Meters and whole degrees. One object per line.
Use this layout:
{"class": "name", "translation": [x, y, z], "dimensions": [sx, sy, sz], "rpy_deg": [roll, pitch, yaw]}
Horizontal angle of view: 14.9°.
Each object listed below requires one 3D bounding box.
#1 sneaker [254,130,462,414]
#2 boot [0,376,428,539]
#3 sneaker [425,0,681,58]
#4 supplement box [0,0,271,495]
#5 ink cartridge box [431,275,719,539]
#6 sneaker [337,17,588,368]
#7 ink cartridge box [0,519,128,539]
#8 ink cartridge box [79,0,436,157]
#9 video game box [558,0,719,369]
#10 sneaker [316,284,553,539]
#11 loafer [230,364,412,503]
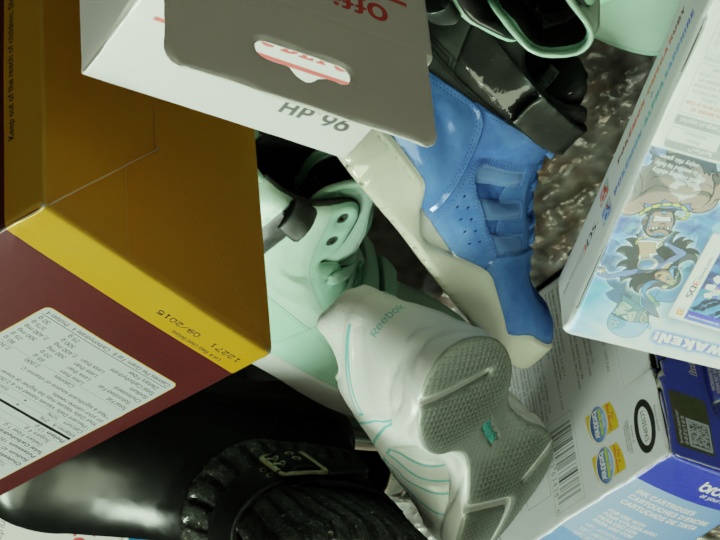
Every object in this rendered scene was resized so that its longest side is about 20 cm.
{"class": "sneaker", "translation": [0.000, 0.000, 1.289], "dimensions": [0.200, 0.074, 0.118], "rpy_deg": [20, 133, -32]}
{"class": "boot", "translation": [-0.074, 0.115, 1.278], "dimensions": [0.211, 0.158, 0.079], "rpy_deg": [-2, 121, -19]}
{"class": "sneaker", "translation": [0.084, -0.113, 1.121], "dimensions": [0.074, 0.118, 0.200], "rpy_deg": [-29, 139, 26]}
{"class": "supplement box", "translation": [-0.160, -0.031, 1.132], "dimensions": [0.200, 0.197, 0.133], "rpy_deg": [-28, 138, 26]}
{"class": "ink cartridge box", "translation": [0.122, 0.075, 1.363], "dimensions": [0.076, 0.136, 0.200], "rpy_deg": [20, 137, -34]}
{"class": "sneaker", "translation": [0.066, -0.043, 1.218], "dimensions": [0.111, 0.077, 0.200], "rpy_deg": [-39, 133, 1]}
{"class": "ink cartridge box", "translation": [-0.225, 0.130, 1.380], "dimensions": [0.200, 0.083, 0.147], "rpy_deg": [11, 98, -21]}
{"class": "ink cartridge box", "translation": [-0.042, -0.120, 1.026], "dimensions": [0.116, 0.200, 0.068], "rpy_deg": [17, 138, -26]}
{"class": "video game box", "translation": [0.207, -0.031, 1.166], "dimensions": [0.200, 0.047, 0.182], "rpy_deg": [14, 123, -11]}
{"class": "sneaker", "translation": [0.035, 0.066, 1.267], "dimensions": [0.070, 0.080, 0.200], "rpy_deg": [-46, 150, -16]}
{"class": "loafer", "translation": [-0.009, 0.096, 1.435], "dimensions": [0.200, 0.063, 0.072], "rpy_deg": [24, 134, -34]}
